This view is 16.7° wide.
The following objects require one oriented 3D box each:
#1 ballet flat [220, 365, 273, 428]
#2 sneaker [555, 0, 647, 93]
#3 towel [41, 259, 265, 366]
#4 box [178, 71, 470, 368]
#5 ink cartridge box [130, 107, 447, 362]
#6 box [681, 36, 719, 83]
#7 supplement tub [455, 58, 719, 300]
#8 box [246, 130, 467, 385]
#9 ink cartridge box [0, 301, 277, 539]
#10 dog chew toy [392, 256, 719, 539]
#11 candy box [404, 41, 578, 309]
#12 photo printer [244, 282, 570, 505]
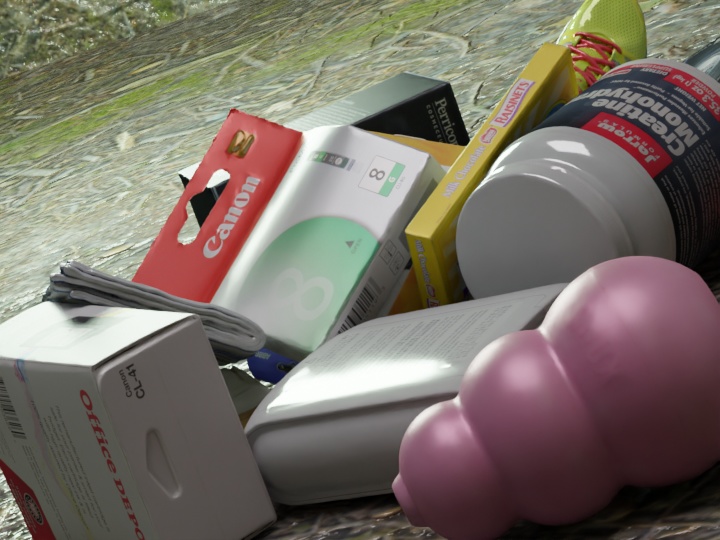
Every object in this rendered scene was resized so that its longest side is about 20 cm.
[{"bbox_3d":[-0.099,0.092,1.650,0.068,0.063,0.200,-28,16,-25],"label":"ballet flat"},{"bbox_3d":[0.170,-0.139,1.898,0.078,0.201,0.090,20,-17,12],"label":"sneaker"},{"bbox_3d":[-0.143,0.031,1.648,0.146,0.024,0.200,18,-8,-8],"label":"towel"},{"bbox_3d":[-0.011,-0.040,1.832,0.199,0.149,0.107,-25,15,-14],"label":"box"},{"bbox_3d":[-0.058,-0.031,1.678,0.199,0.050,0.162,21,73,31],"label":"ink cartridge box"},{"bbox_3d":[0.244,-0.119,1.802,0.200,0.044,0.160,-34,8,49],"label":"box"},{"bbox_3d":[0.165,-0.045,1.617,0.140,0.141,0.200,-9,19,39],"label":"supplement tub"},{"bbox_3d":[0.000,0.000,1.696,0.119,0.041,0.201,12,70,43],"label":"box"},{"bbox_3d":[-0.156,0.103,1.523,0.085,0.149,0.199,-30,18,-31],"label":"ink cartridge box"},{"bbox_3d":[0.109,0.078,1.311,0.199,0.125,0.125,-28,14,1],"label":"dog chew toy"},{"bbox_3d":[0.095,-0.054,1.662,0.026,0.103,0.200,14,51,31],"label":"candy box"},{"bbox_3d":[0.031,0.078,1.504,0.199,0.070,0.166,-12,18,34],"label":"photo printer"}]
